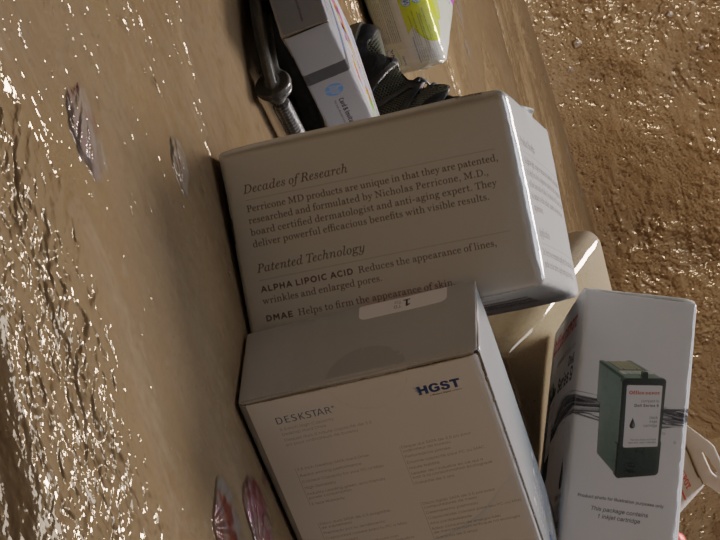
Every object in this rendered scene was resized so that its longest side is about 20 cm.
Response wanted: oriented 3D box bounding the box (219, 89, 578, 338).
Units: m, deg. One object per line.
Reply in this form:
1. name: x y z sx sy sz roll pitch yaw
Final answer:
1. box: 0.032 -0.029 1.418 0.199 0.200 0.131 15 64 -77

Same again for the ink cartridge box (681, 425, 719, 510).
1. ink cartridge box: 0.219 0.149 1.775 0.200 0.067 0.117 33 -17 39

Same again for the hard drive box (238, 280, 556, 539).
1. hard drive box: 0.028 0.122 1.336 0.077 0.156 0.200 -86 161 -55

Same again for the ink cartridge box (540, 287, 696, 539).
1. ink cartridge box: 0.176 0.126 1.467 0.146 0.084 0.200 103 -6 -75

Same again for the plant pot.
1. plant pot: 0.092 0.103 1.626 0.177 0.200 0.200 -41 119 -61

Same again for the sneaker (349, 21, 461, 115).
1. sneaker: 0.038 -0.146 1.807 0.200 0.114 0.076 -94 167 -46

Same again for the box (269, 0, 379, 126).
1. box: -0.033 -0.185 1.621 0.200 0.041 0.156 64 7 -55

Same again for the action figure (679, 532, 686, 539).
1. action figure: 0.187 0.247 1.850 0.065 0.200 0.099 -90 163 -51

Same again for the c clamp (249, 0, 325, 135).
1. c clamp: -0.044 -0.113 1.577 0.171 0.027 0.200 -93 164 -45

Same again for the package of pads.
1. package of pads: 0.042 -0.301 2.118 0.200 0.068 0.155 -80 153 -62
